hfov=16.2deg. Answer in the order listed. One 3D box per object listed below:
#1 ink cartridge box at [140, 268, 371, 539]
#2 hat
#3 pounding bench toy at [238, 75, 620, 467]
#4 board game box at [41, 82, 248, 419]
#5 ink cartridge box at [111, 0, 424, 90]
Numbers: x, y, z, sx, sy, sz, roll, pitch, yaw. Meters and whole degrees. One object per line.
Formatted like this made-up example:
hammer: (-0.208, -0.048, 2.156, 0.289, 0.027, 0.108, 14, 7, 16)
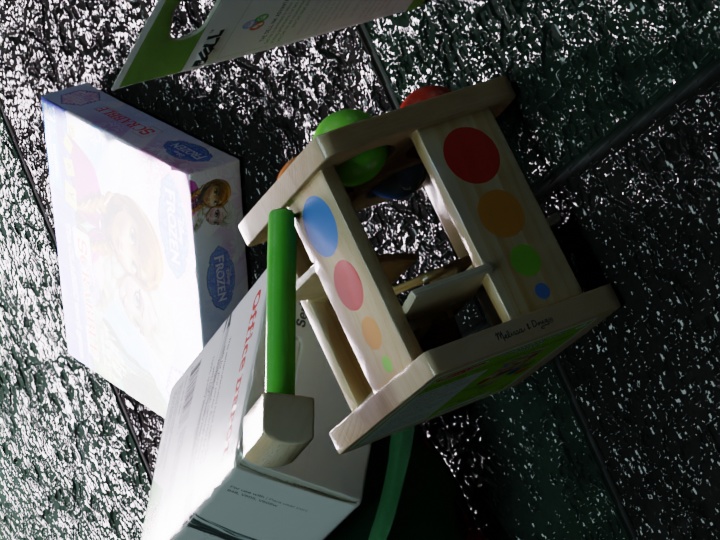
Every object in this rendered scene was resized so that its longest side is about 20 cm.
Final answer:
ink cartridge box: (-0.060, 0.104, 1.532, 0.200, 0.083, 0.147, 131, 154, -56)
hat: (0.068, 0.176, 1.492, 0.166, 0.175, 0.201, 133, 153, -59)
pounding bench toy: (0.000, 0.000, 1.329, 0.156, 0.199, 0.124, 64, 149, 11)
board game box: (-0.144, -0.005, 1.710, 0.199, 0.041, 0.201, 27, 128, 50)
ink cartridge box: (-0.036, -0.180, 1.290, 0.076, 0.199, 0.148, 62, 148, 16)
